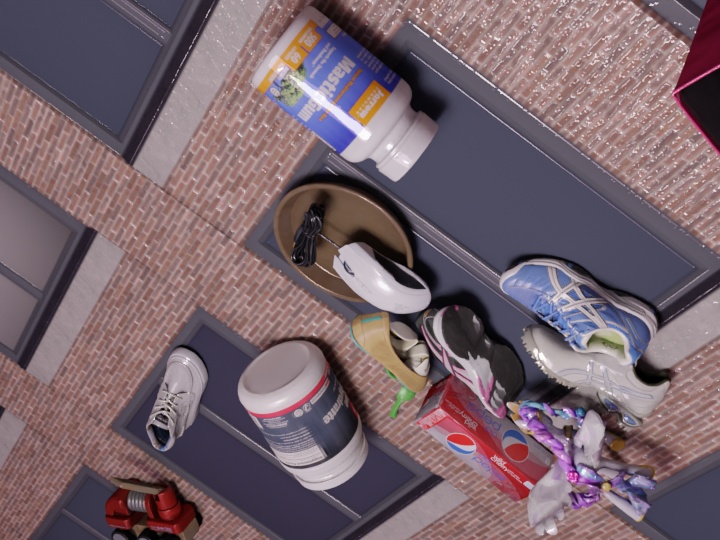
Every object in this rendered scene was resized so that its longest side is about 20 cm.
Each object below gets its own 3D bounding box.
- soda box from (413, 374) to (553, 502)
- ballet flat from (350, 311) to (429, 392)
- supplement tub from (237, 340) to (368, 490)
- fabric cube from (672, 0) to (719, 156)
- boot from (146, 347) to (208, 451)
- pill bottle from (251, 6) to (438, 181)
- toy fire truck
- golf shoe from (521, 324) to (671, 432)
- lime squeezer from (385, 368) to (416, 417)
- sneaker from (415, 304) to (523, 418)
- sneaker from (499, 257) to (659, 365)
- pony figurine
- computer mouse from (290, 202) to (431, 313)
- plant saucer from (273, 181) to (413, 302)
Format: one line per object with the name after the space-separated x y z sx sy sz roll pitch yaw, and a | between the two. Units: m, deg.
0.178 0.241 1.562 0.200 0.070 0.063 40 138 -10 | soda box
0.059 0.112 1.482 0.063 0.069 0.200 -23 146 21 | ballet flat
-0.083 0.218 1.638 0.140 0.140 0.200 -5 127 33 | supplement tub
0.419 -0.177 0.928 0.196 0.199 0.200 46 136 -15 | fabric cube
-0.307 0.221 1.803 0.073 0.096 0.200 22 137 10 | boot
-0.013 -0.193 1.225 0.200 0.112 0.112 38 138 -7 | pill bottle
-0.421 0.444 2.077 0.176 0.129 0.200 1 119 30 | toy fire truck
0.302 0.113 1.383 0.200 0.078 0.097 32 121 -10 | golf shoe
0.048 0.148 1.585 0.071 0.038 0.200 33 152 49 | lime squeezer
0.146 0.114 1.472 0.086 0.080 0.200 12 142 54 | sneaker
0.262 0.048 1.325 0.200 0.077 0.076 22 139 12 | sneaker
0.290 0.251 1.423 0.200 0.193 0.167 27 108 -17 | pony figurine
0.000 0.000 1.412 0.200 0.044 0.110 32 137 -1 | computer mouse
-0.020 -0.040 1.439 0.200 0.029 0.200 16 135 16 | plant saucer
